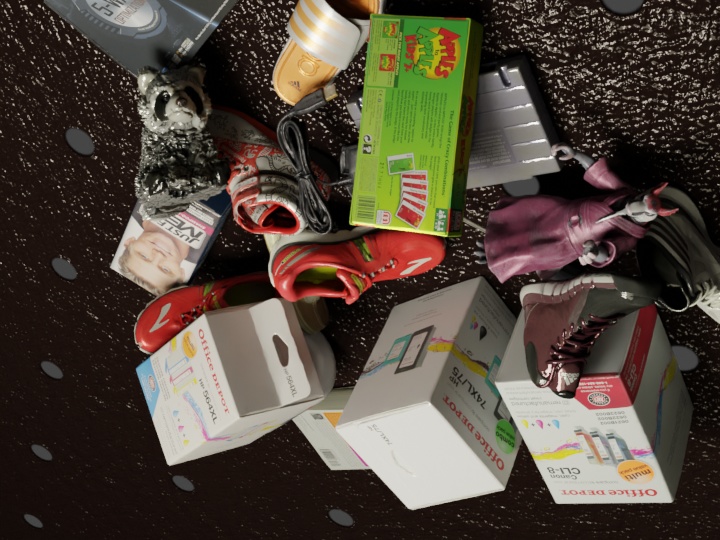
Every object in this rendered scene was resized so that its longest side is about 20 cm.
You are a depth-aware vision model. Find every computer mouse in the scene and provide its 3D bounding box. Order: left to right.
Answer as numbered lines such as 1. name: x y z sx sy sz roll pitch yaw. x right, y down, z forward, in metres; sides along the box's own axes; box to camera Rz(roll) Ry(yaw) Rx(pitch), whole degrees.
1. computer mouse: 0.011 -0.130 1.206 0.199 0.046 0.141 -18 98 29

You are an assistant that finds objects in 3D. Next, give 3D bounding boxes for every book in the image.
1. book: 0.012 0.215 1.583 0.199 0.048 0.134 -8 129 35

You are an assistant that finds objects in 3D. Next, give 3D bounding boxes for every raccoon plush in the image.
1. raccoon plush: -0.218 -0.137 1.271 0.199 0.096 0.135 -19 81 52

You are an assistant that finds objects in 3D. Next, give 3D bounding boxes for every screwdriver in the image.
1. screwdriver: 0.151 -0.037 1.268 0.199 0.029 0.028 31 135 -5

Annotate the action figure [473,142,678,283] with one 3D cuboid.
1. action figure: 0.216 -0.035 1.138 0.199 0.135 0.149 -11 148 36

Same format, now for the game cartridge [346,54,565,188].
1. game cartridge: 0.097 -0.141 1.201 0.199 0.039 0.130 -7 131 32

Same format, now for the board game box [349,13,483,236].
1. board game box: 0.053 -0.138 1.129 0.101 0.048 0.202 8 95 21

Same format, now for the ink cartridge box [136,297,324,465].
1. ink cartridge box: -0.147 0.123 1.366 0.200 0.125 0.129 -37 70 46

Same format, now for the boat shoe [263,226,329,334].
1. boat shoe: -0.061 -0.003 1.390 0.066 0.074 0.201 -12 135 7

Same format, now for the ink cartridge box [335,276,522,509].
1. ink cartridge box: 0.096 0.141 1.348 0.145 0.201 0.147 -21 119 40

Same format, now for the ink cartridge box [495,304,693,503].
1. ink cartridge box: 0.262 0.139 1.299 0.144 0.145 0.201 -7 128 32

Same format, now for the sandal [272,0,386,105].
1. sandal: -0.040 -0.222 1.174 0.079 0.059 0.207 31 138 -3

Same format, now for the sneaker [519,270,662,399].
1. sneaker: 0.219 0.066 1.142 0.075 0.117 0.200 9 171 -19

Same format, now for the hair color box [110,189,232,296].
1. hair color box: -0.227 -0.050 1.440 0.100 0.061 0.200 32 139 -3

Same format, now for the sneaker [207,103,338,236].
1. sneaker: -0.132 -0.109 1.296 0.200 0.108 0.067 24 138 6

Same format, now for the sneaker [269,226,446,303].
1. sneaker: 0.000 0.000 1.303 0.198 0.085 0.077 -9 130 -3

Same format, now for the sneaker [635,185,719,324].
1. sneaker: 0.331 0.022 1.170 0.200 0.116 0.075 45 135 -17

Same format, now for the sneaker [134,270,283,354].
1. sneaker: -0.179 0.042 1.423 0.085 0.199 0.078 148 100 -79

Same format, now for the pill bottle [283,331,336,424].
1. pill bottle: -0.132 0.149 1.539 0.119 0.120 0.200 41 137 -14

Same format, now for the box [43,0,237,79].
1. box: -0.215 -0.292 1.211 0.160 0.044 0.200 40 137 -13
